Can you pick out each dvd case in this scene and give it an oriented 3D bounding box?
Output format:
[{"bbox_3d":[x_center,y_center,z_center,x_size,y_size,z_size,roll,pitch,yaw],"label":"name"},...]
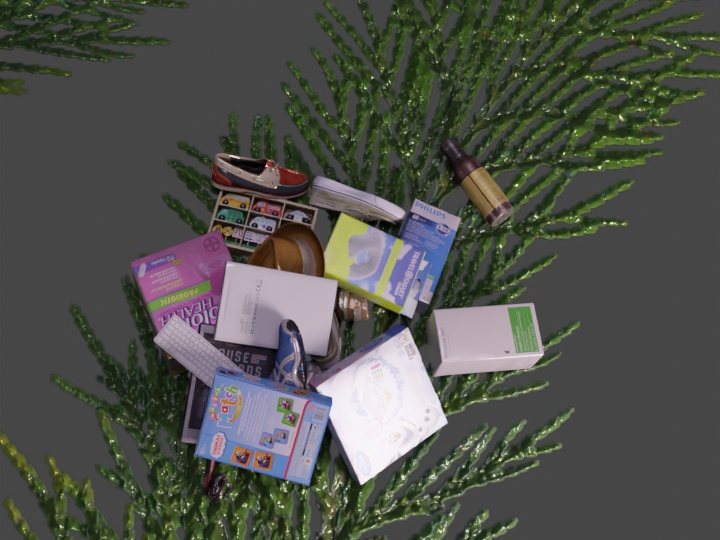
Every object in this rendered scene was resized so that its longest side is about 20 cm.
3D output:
[{"bbox_3d":[-0.221,0.202,1.543,0.148,0.025,0.204,10,90,-18],"label":"dvd case"}]

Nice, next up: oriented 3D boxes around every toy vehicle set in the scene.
[{"bbox_3d":[-0.190,-0.083,1.738,0.196,0.027,0.126,13,64,-2],"label":"toy vehicle set"}]

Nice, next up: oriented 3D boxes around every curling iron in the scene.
[{"bbox_3d":[-0.238,0.290,1.513,0.049,0.026,0.204,2,93,-5],"label":"curling iron"}]

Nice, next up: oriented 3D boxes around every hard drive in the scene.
[{"bbox_3d":[-0.145,0.067,1.538,0.196,0.027,0.135,10,87,-17],"label":"hard drive"}]

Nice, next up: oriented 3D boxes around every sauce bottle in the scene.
[{"bbox_3d":[0.234,-0.185,1.827,0.064,0.065,0.202,-27,73,-19],"label":"sauce bottle"}]

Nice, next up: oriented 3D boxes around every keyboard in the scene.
[{"bbox_3d":[-0.255,0.159,1.512,0.200,0.011,0.057,42,80,-14],"label":"keyboard"}]

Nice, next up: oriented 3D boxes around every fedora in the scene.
[{"bbox_3d":[-0.151,0.006,1.616,0.081,0.199,0.204,17,53,-50],"label":"fedora"}]

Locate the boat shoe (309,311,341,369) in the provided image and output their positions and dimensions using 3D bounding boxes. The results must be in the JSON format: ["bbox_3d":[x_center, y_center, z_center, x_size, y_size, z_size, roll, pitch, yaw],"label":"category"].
[{"bbox_3d":[-0.081,0.090,1.650,0.073,0.069,0.203,-17,58,7],"label":"boat shoe"}]

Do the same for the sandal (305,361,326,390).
[{"bbox_3d":[-0.158,0.197,1.605,0.199,0.050,0.084,8,78,-18],"label":"sandal"}]

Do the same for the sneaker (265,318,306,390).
[{"bbox_3d":[-0.128,0.183,1.505,0.075,0.076,0.204,-1,96,1],"label":"sneaker"}]

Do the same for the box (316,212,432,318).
[{"bbox_3d":[0.028,-0.008,1.653,0.197,0.048,0.124,24,71,-1],"label":"box"}]

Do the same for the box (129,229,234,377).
[{"bbox_3d":[-0.298,0.057,1.618,0.173,0.097,0.202,-21,70,-17],"label":"box"}]

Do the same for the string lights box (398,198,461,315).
[{"bbox_3d":[0.114,-0.028,1.740,0.101,0.059,0.202,23,64,2],"label":"string lights box"}]

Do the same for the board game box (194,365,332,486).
[{"bbox_3d":[-0.159,0.256,1.470,0.196,0.037,0.154,16,105,-6],"label":"board game box"}]

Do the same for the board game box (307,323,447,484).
[{"bbox_3d":[0.033,0.231,1.561,0.197,0.043,0.203,-31,108,-21],"label":"board game box"}]

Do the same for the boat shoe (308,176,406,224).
[{"bbox_3d":[-0.007,-0.125,1.772,0.197,0.072,0.063,20,88,5],"label":"boat shoe"}]

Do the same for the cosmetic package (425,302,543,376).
[{"bbox_3d":[0.228,0.129,1.671,0.196,0.085,0.109,-4,67,-12],"label":"cosmetic package"}]

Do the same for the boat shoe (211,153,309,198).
[{"bbox_3d":[-0.193,-0.188,1.751,0.196,0.063,0.072,5,37,-14],"label":"boat shoe"}]

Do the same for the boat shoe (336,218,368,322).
[{"bbox_3d":[0.000,0.000,1.702,0.075,0.072,0.204,2,74,7],"label":"boat shoe"}]
